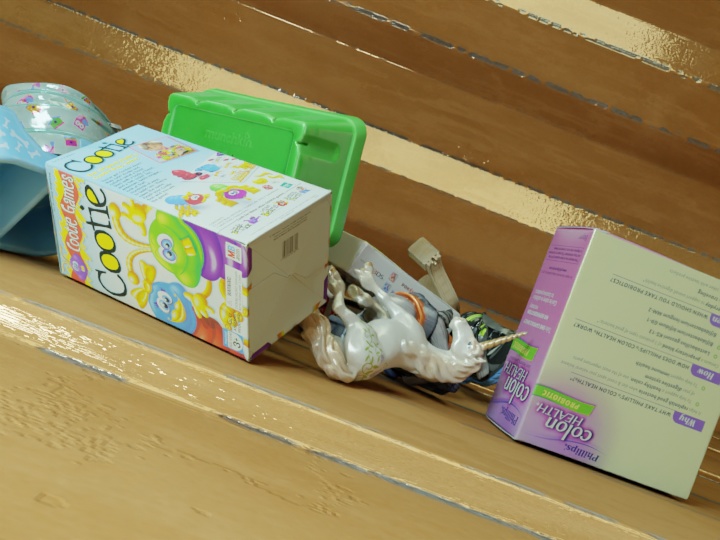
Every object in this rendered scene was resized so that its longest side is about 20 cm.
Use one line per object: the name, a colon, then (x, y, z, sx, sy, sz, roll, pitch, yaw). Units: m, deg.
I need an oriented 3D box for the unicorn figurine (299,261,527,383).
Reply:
unicorn figurine: (0.025, 0.054, 0.787, 0.200, 0.074, 0.137, -21, 64, -37)

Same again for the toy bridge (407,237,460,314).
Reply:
toy bridge: (0.097, 0.037, 1.133, 0.067, 0.027, 0.200, 43, -17, 27)

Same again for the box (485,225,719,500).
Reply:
box: (0.242, 0.082, 0.829, 0.176, 0.200, 0.097, 20, 0, -9)

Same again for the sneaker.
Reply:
sneaker: (0.144, 0.089, 1.054, 0.083, 0.071, 0.200, 61, -20, -2)

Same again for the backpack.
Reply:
backpack: (-0.375, -0.145, 1.105, 0.167, 0.127, 0.200, -9, -15, 6)

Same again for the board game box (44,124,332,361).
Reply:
board game box: (-0.135, -0.028, 0.699, 0.200, 0.103, 0.105, 22, 36, 26)

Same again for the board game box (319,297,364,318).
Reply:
board game box: (0.003, 0.071, 1.177, 0.151, 0.046, 0.200, 21, 0, 3)

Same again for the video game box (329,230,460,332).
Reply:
video game box: (0.000, 0.000, 1.081, 0.182, 0.047, 0.200, 39, -7, -37)

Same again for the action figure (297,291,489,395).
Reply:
action figure: (0.038, 0.059, 0.938, 0.200, 0.105, 0.193, 22, -8, 23)

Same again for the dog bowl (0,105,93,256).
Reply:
dog bowl: (-0.281, -0.065, 0.722, 0.050, 0.111, 0.200, 56, 14, 21)

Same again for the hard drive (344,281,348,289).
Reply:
hard drive: (-0.099, -0.012, 1.125, 0.132, 0.027, 0.200, 28, -3, -15)

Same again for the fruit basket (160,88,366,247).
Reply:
fruit basket: (-0.093, -0.099, 0.934, 0.215, 0.156, 0.216, 14, 4, -1)

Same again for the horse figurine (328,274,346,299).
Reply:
horse figurine: (-0.117, 0.000, 0.908, 0.200, 0.050, 0.133, 14, 26, 1)
